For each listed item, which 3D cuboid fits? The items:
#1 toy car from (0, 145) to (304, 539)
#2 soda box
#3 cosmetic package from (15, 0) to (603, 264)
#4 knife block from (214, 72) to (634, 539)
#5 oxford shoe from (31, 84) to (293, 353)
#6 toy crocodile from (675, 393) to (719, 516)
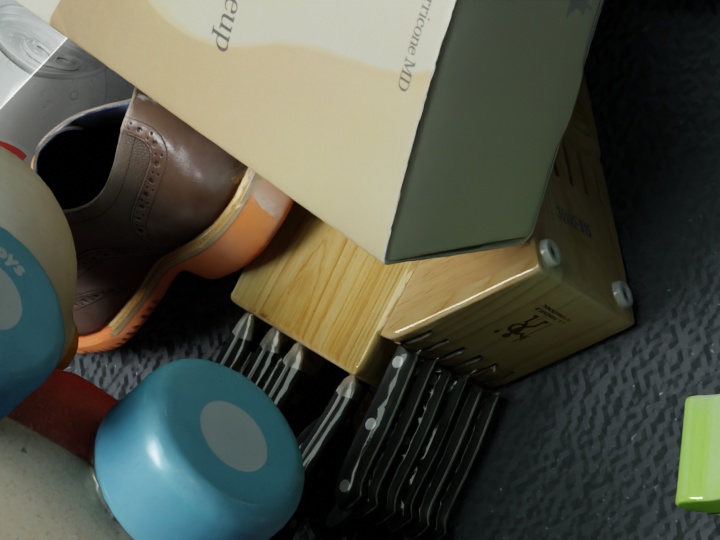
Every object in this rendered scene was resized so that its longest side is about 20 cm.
[{"bbox_3d":[-0.126,0.028,0.949,0.184,0.177,0.200,-40,30,34],"label":"toy car"},{"bbox_3d":[-0.157,-0.048,1.158,0.200,0.063,0.068,-44,52,15],"label":"soda box"},{"bbox_3d":[-0.021,-0.094,0.954,0.200,0.071,0.105,35,121,37],"label":"cosmetic package"},{"bbox_3d":[0.000,0.000,1.019,0.175,0.064,0.201,-24,59,27],"label":"knife block"},{"bbox_3d":[-0.092,-0.025,1.059,0.200,0.073,0.071,-32,37,55],"label":"oxford shoe"},{"bbox_3d":[0.179,0.052,0.865,0.200,0.062,0.068,0,71,38],"label":"toy crocodile"}]
